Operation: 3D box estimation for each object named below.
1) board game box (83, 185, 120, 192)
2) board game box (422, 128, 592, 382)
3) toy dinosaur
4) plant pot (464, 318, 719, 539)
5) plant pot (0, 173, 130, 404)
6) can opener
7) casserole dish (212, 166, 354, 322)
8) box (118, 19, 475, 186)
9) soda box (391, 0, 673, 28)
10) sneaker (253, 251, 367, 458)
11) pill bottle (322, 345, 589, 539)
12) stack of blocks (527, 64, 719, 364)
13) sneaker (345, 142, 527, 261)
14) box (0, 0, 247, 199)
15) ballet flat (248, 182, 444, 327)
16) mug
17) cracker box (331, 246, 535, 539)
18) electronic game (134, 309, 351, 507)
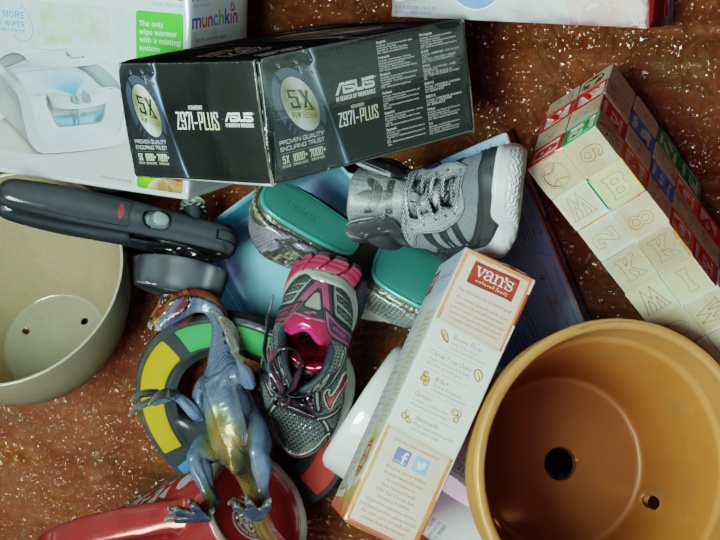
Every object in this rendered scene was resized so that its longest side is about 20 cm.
[{"bbox_3d":[-0.201,-0.168,1.284,0.152,0.040,0.201,-1,102,26],"label":"board game box"},{"bbox_3d":[0.112,0.001,1.185,0.103,0.019,0.201,-22,92,26],"label":"board game box"},{"bbox_3d":[-0.117,0.111,1.194,0.104,0.200,0.182,-11,54,12],"label":"toy dinosaur"},{"bbox_3d":[0.159,0.137,1.061,0.199,0.140,0.202,1,85,-10],"label":"plant pot"},{"bbox_3d":[-0.283,0.034,1.303,0.199,0.135,0.201,-4,62,7],"label":"plant pot"},{"bbox_3d":[-0.194,-0.036,1.211,0.199,0.079,0.063,18,148,-18],"label":"can opener"},{"bbox_3d":[-0.053,-0.014,1.250,0.200,0.039,0.122,-34,86,27],"label":"casserole dish"},{"bbox_3d":[-0.045,-0.125,1.090,0.163,0.199,0.087,8,110,48],"label":"box"},{"bbox_3d":[0.125,-0.212,1.101,0.199,0.070,0.064,7,102,24],"label":"soda box"},{"bbox_3d":[-0.047,0.077,1.160,0.080,0.075,0.201,14,135,7],"label":"sneaker"},{"bbox_3d":[0.080,0.158,1.178,0.199,0.114,0.115,34,114,5],"label":"pill bottle"},{"bbox_3d":[0.208,-0.035,1.075,0.058,0.115,0.200,-32,105,28],"label":"stack of blocks"},{"bbox_3d":[0.049,-0.049,1.076,0.113,0.200,0.076,10,79,-6],"label":"sneaker"},{"bbox_3d":[-0.195,-0.162,1.207,0.199,0.097,0.178,10,108,24],"label":"box"},{"bbox_3d":[0.000,0.000,1.176,0.200,0.072,0.072,29,113,1],"label":"ballet flat"},{"bbox_3d":[-0.160,0.243,1.264,0.200,0.177,0.134,-34,79,37],"label":"mug"},{"bbox_3d":[0.048,0.089,1.060,0.057,0.134,0.201,24,84,-2],"label":"cracker box"},{"bbox_3d":[-0.099,0.121,1.276,0.199,0.042,0.201,10,122,17],"label":"electronic game"}]
